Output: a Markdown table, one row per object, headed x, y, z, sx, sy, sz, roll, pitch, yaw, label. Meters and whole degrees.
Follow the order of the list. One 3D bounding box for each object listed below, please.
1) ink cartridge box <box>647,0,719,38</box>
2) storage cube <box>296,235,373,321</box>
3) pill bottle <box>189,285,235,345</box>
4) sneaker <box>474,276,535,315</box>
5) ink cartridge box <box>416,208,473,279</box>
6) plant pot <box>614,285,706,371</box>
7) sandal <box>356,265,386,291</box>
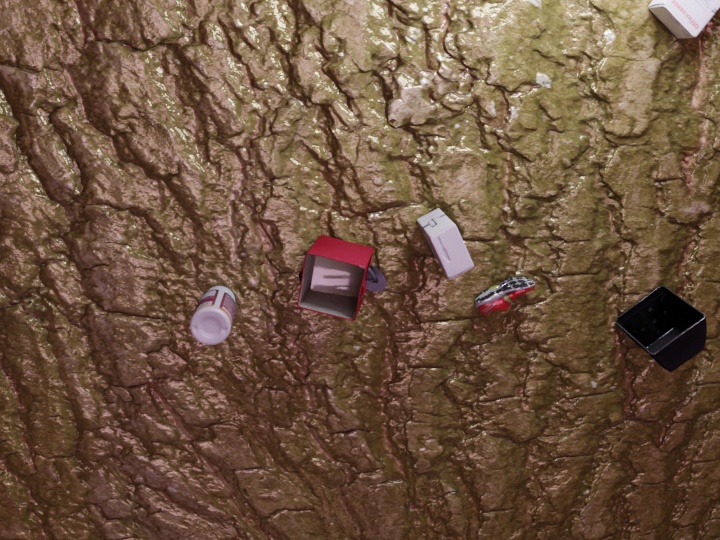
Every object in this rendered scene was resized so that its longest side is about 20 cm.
| x | y | z | sx | sy | sz | roll | pitch | yaw | label |
| --- | --- | --- | --- | --- | --- | --- | --- | --- | --- |
| 0.923 | -0.771 | 1.557 | 0.146 | 0.083 | 0.201 | 34 | 102 | -16 | ink cartridge box |
| -0.071 | 0.016 | 1.642 | 0.198 | 0.180 | 0.172 | 14 | 112 | 5 | storage cube |
| -0.426 | 0.125 | 1.650 | 0.113 | 0.200 | 0.115 | -2 | 109 | -5 | pill bottle |
| 0.468 | 0.084 | 1.812 | 0.198 | 0.077 | 0.085 | -22 | 116 | 13 | sneaker |
| 0.247 | -0.082 | 1.655 | 0.084 | 0.200 | 0.147 | -27 | 110 | 4 | ink cartridge box |
| 1.004 | 0.209 | 1.857 | 0.199 | 0.200 | 0.178 | -38 | 122 | 7 | plant pot |
| -0.001 | 0.000 | 1.739 | 0.200 | 0.043 | 0.076 | 40 | 100 | -17 | sandal |
